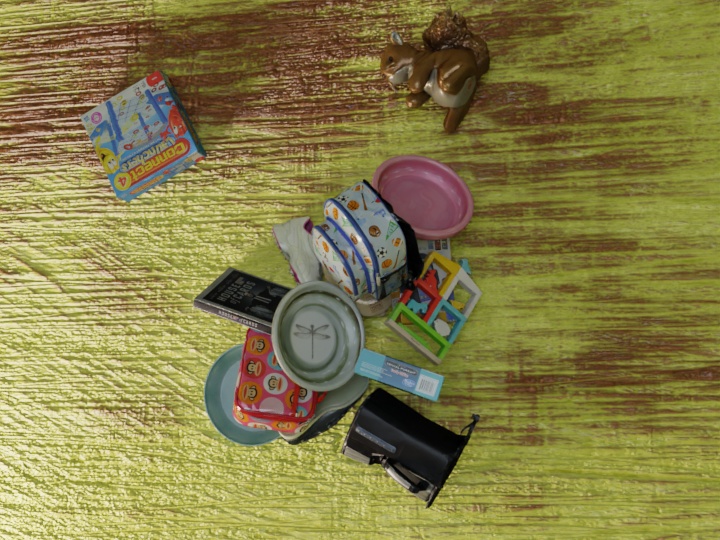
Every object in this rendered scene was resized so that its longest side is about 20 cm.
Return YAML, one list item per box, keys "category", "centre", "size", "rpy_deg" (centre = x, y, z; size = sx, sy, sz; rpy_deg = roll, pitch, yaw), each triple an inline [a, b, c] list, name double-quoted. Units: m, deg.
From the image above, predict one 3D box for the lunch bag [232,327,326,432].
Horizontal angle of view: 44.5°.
- category: "lunch bag"
  centre: [-0.140, 0.201, 1.642]
  size: [0.175, 0.082, 0.201]
  rpy_deg: [10, 56, -5]

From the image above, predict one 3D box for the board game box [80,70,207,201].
- category: "board game box"
  centre: [-0.449, -0.277, 1.818]
  size: [0.199, 0.056, 0.197]
  rpy_deg: [-29, 79, 7]

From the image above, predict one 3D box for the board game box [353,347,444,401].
- category: "board game box"
  centre: [0.070, 0.189, 1.587]
  size: [0.150, 0.200, 0.047]
  rpy_deg: [19, 83, 5]

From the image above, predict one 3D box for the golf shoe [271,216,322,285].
- category: "golf shoe"
  centre: [-0.100, -0.021, 1.708]
  size: [0.091, 0.075, 0.201]
  rpy_deg: [-26, 69, -4]

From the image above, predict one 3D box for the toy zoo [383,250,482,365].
- category: "toy zoo"
  centre: [0.144, 0.057, 1.634]
  size: [0.131, 0.020, 0.200]
  rpy_deg: [39, 68, -15]

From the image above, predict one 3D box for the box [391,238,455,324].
- category: "box"
  centre: [0.115, 0.001, 1.661]
  size: [0.118, 0.041, 0.201]
  rpy_deg: [-1, 84, -25]

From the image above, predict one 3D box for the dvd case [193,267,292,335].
- category: "dvd case"
  centre: [-0.198, 0.062, 1.694]
  size: [0.199, 0.150, 0.025]
  rpy_deg: [19, 119, 12]

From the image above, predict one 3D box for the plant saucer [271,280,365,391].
- category: "plant saucer"
  centre: [-0.084, 0.121, 1.606]
  size: [0.050, 0.199, 0.201]
  rpy_deg: [-16, 78, 53]

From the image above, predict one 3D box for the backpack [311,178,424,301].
- category: "backpack"
  centre: [0.001, -0.055, 1.545]
  size: [0.154, 0.191, 0.200]
  rpy_deg: [-33, 62, -24]

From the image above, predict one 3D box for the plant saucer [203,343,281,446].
- category: "plant saucer"
  centre: [-0.208, 0.242, 1.728]
  size: [0.199, 0.036, 0.201]
  rpy_deg: [-1, 83, 11]

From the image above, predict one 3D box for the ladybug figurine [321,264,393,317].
- category: "ladybug figurine"
  centre: [0.000, 0.000, 1.692]
  size: [0.135, 0.072, 0.201]
  rpy_deg: [-23, 80, 0]

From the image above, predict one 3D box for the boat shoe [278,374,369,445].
- category: "boat shoe"
  centre: [-0.066, 0.269, 1.681]
  size: [0.199, 0.066, 0.074]
  rpy_deg: [-37, 53, -21]

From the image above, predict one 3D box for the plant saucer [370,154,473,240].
- category: "plant saucer"
  centre: [0.112, -0.130, 1.656]
  size: [0.199, 0.051, 0.201]
  rpy_deg: [9, 50, -11]

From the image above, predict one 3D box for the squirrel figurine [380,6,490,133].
- category: "squirrel figurine"
  centre: [0.141, -0.403, 1.699]
  size: [0.186, 0.142, 0.200]
  rpy_deg: [29, 76, 22]

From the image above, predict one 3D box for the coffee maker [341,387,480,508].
- category: "coffee maker"
  centre: [0.090, 0.302, 1.620]
  size: [0.199, 0.135, 0.193]
  rpy_deg: [30, 84, 13]
